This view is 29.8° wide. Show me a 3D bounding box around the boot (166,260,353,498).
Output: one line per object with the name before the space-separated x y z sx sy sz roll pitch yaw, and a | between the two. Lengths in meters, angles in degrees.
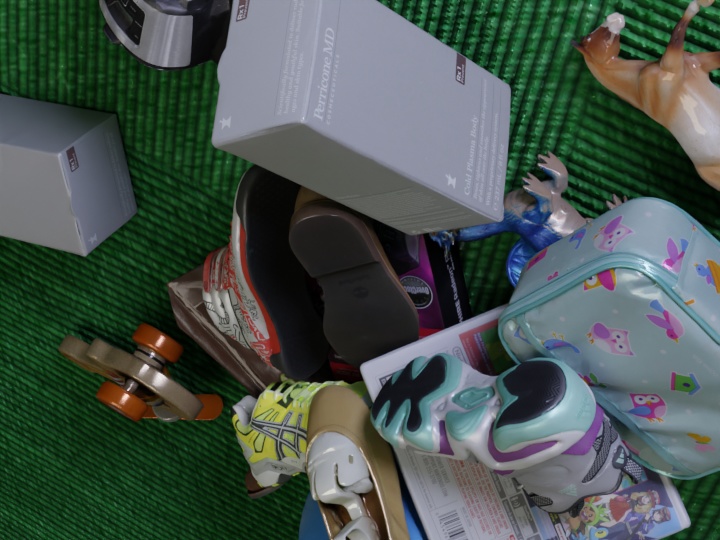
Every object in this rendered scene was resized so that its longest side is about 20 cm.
boot | -0.112 0.094 1.221 0.200 0.064 0.186 42 124 -3

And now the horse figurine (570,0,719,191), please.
horse figurine | 0.234 -0.099 0.847 0.200 0.050 0.133 41 148 -7

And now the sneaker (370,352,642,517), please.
sneaker | 0.105 0.126 0.941 0.140 0.078 0.200 45 155 -28

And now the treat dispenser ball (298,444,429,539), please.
treat dispenser ball | 0.049 0.224 1.111 0.201 0.201 0.201 18 130 23

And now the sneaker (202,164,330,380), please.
sneaker | -0.090 -0.010 1.072 0.108 0.067 0.202 28 142 40

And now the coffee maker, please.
coffee maker | -0.072 -0.234 0.887 0.200 0.192 0.135 118 144 -62

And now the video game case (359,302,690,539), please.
video game case | 0.119 0.128 0.999 0.182 0.023 0.200 -23 82 6

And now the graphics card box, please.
graphics card box | 0.019 0.003 1.074 0.125 0.051 0.200 6 124 32

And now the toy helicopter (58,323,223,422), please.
toy helicopter | -0.219 0.101 1.294 0.200 0.079 0.132 16 161 46

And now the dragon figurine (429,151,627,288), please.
dragon figurine | 0.142 -0.015 0.968 0.200 0.059 0.099 31 135 4

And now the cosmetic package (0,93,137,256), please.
cosmetic package | -0.306 -0.092 1.202 0.200 0.090 0.107 12 128 23

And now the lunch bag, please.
lunch bag | 0.199 0.056 0.896 0.200 0.077 0.160 41 139 -14

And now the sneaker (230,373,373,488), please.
sneaker | -0.046 0.122 1.107 0.200 0.075 0.076 -30 97 47

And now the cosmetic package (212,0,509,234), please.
cosmetic package | 0.006 -0.103 0.880 0.090 0.107 0.200 -6 162 39

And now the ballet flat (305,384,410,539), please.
ballet flat | -0.002 0.177 0.991 0.069 0.063 0.200 -30 73 28

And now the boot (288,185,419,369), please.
boot | 0.000 0.000 1.012 0.074 0.076 0.200 -10 136 11
